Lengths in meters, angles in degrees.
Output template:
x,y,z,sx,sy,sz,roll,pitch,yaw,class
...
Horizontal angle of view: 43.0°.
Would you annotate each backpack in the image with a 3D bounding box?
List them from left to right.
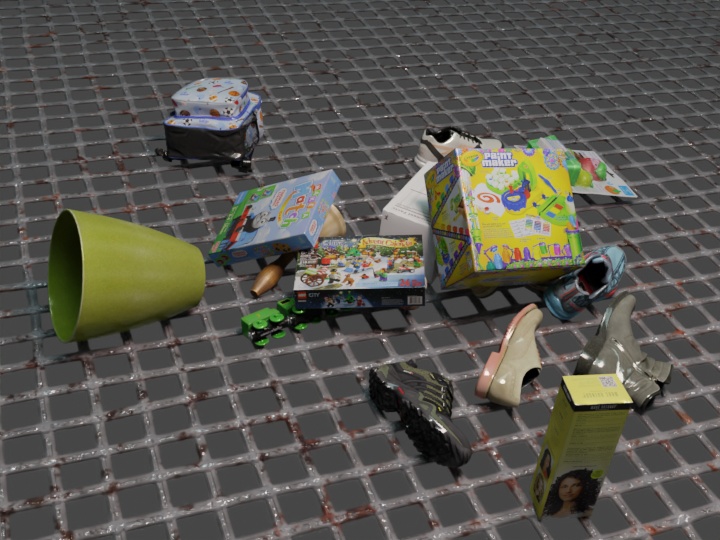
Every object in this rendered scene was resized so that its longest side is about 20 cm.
x,y,z,sx,sy,sz,roll,pitch,yaw,class
-0.278,-0.292,1.782,0.197,0.156,0.191,9,25,10,backpack

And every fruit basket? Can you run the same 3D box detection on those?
x,y,z,sx,sy,sz,roll,pitch,yaw,class
0.425,-0.205,1.810,0.197,0.095,0.186,-2,36,-18,fruit basket

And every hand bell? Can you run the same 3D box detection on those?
x,y,z,sx,sy,sz,roll,pitch,yaw,class
-0.116,-0.025,1.503,0.103,0.105,0.201,22,51,21,hand bell

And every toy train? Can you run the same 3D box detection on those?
x,y,z,sx,sy,sz,roll,pitch,yaw,class
-0.095,0.062,1.406,0.198,0.042,0.056,-21,33,-33,toy train

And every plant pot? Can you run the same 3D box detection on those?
x,y,z,sx,sy,sz,roll,pitch,yaw,class
-0.337,0.010,1.345,0.198,0.189,0.187,1,33,-34,plant pot

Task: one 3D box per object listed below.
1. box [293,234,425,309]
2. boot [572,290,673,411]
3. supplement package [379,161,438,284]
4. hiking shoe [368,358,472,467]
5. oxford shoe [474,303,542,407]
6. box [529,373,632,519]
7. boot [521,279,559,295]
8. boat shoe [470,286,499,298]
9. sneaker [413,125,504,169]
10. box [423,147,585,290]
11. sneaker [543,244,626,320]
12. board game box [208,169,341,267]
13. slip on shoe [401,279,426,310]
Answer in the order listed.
x,y,z,sx,sy,sz,roll,pitch,yaw,class
0.000,0.000,1.409,0.197,0.038,0.137,-2,37,2,box
0.414,0.125,1.386,0.129,0.068,0.200,26,47,18,boot
0.119,-0.086,1.580,0.112,0.111,0.200,21,38,18,supplement package
0.098,0.180,1.238,0.100,0.077,0.200,-21,43,-28,hiking shoe
0.235,0.129,1.346,0.073,0.071,0.200,24,49,16,oxford shoe
0.262,0.217,1.106,0.074,0.202,0.050,-2,36,-10,box
0.290,-0.067,1.556,0.076,0.140,0.201,-8,39,-19,boot
0.200,-0.047,1.533,0.071,0.076,0.202,-23,40,31,boat shoe
0.207,-0.250,1.850,0.197,0.081,0.074,-8,36,-22,sneaker
0.224,-0.081,1.436,0.197,0.122,0.196,-2,77,-22,box
0.388,0.011,1.488,0.199,0.096,0.080,-35,83,-37,sneaker
-0.140,-0.085,1.496,0.198,0.037,0.152,-10,42,31,board game box
0.019,0.011,1.476,0.198,0.062,0.074,22,45,28,slip on shoe
